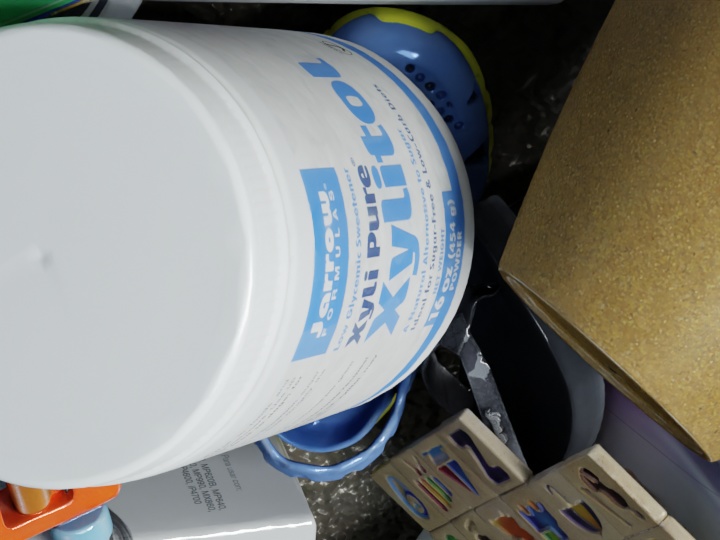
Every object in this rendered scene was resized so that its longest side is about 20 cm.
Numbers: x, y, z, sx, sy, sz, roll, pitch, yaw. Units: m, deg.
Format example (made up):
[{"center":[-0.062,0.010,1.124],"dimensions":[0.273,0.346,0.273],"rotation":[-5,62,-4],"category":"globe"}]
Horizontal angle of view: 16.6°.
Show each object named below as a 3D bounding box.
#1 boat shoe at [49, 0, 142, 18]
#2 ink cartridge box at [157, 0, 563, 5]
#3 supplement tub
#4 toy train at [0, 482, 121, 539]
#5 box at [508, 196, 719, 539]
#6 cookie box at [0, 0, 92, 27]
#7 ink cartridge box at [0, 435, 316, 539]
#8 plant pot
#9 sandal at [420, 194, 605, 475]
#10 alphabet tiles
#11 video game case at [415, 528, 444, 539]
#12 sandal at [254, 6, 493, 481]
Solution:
[{"center":[-0.156,-0.077,0.795],"dimensions":[0.200,0.071,0.091],"rotation":[-36,157,15],"category":"boat shoe"},{"center":[-0.003,-0.193,0.841],"dimensions":[0.161,0.050,0.202],"rotation":[-1,102,-18],"category":"ink cartridge box"},{"center":[-0.052,-0.010,0.752],"dimensions":[0.131,0.200,0.133],"rotation":[2,95,19],"category":"supplement tub"},{"center":[-0.158,0.030,0.832],"dimensions":[0.149,0.056,0.201],"rotation":[-27,132,-13],"category":"toy train"},{"center":[0.151,0.074,0.934],"dimensions":[0.123,0.200,0.199],"rotation":[-30,123,-14],"category":"box"},{"center":[-0.197,-0.109,0.733],"dimensions":[0.199,0.171,0.076],"rotation":[-23,127,-5],"category":"cookie box"},{"center":[-0.123,0.142,0.959],"dimensions":[0.198,0.084,0.145],"rotation":[-5,121,-18],"category":"ink cartridge box"},{"center":[0.144,-0.043,0.782],"dimensions":[0.200,0.186,0.186],"rotation":[-49,123,-1],"category":"plant pot"},{"center":[0.051,0.053,0.902],"dimensions":[0.043,0.076,0.201],"rotation":[-25,146,-16],"category":"sandal"},{"center":[0.087,0.115,0.889],"dimensions":[0.167,0.200,0.008],"rotation":[45,70,0],"category":"alphabet tiles"},{"center":[0.035,0.226,1.016],"dimensions":[0.182,0.024,0.201],"rotation":[-51,129,-27],"category":"video game case"},{"center":[0.000,0.000,0.897],"dimensions":[0.079,0.087,0.201],"rotation":[11,124,2],"category":"sandal"}]
